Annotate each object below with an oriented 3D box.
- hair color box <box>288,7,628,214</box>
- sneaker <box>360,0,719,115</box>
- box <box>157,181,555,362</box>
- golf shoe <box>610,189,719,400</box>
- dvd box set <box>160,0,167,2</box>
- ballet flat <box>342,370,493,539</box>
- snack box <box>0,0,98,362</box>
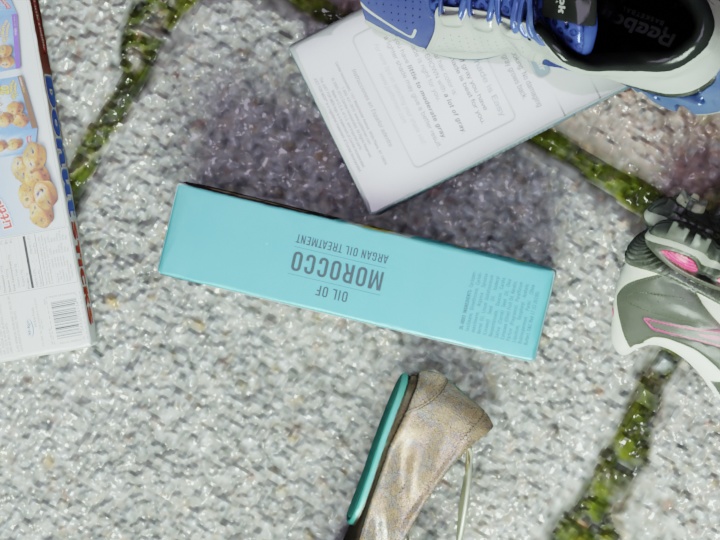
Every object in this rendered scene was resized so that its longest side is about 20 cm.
[{"bbox_3d":[0.074,-0.117,1.150,0.199,0.061,0.099,-27,89,5],"label":"hair color box"},{"bbox_3d":[0.091,-0.135,1.048,0.198,0.115,0.081,17,89,20],"label":"sneaker"},{"bbox_3d":[0.000,0.000,1.149,0.199,0.082,0.049,13,92,3],"label":"box"},{"bbox_3d":[0.228,0.033,1.148,0.199,0.077,0.088,24,114,5],"label":"golf shoe"},{"bbox_3d":[-0.175,-0.229,1.127,0.199,0.146,0.029,27,61,2],"label":"dvd box set"},{"bbox_3d":[0.014,0.153,1.163,0.067,0.068,0.201,24,95,-4],"label":"ballet flat"},{"bbox_3d":[-0.195,-0.052,1.191,0.071,0.024,0.201,-10,91,6],"label":"snack box"}]
